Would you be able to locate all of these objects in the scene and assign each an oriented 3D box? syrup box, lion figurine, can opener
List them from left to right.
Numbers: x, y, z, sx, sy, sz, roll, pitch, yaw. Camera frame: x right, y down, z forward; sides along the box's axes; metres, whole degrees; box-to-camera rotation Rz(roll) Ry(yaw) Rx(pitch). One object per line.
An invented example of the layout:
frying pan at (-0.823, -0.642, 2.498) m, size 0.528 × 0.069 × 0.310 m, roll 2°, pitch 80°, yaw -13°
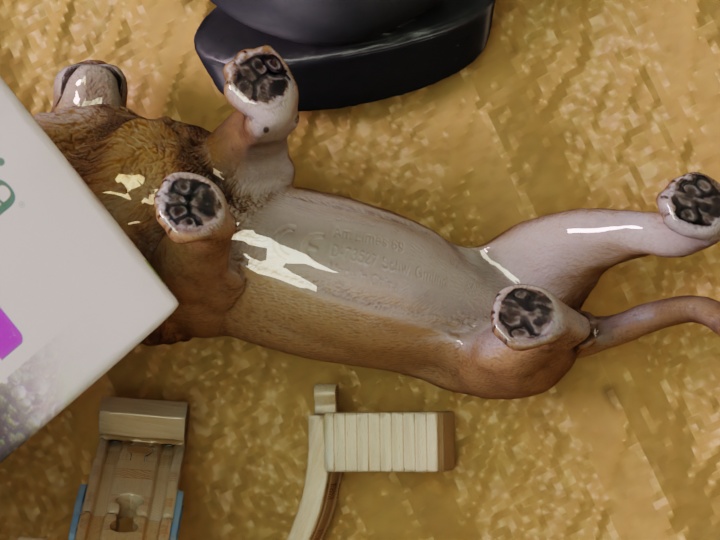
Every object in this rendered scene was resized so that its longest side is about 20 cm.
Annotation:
syrup box at (-0.144, 0.043, 0.651) m, size 0.200 × 0.081 × 0.079 m, roll -41°, pitch 96°, yaw -24°
lion figurine at (0.000, 0.000, 0.728) m, size 0.199 × 0.123 × 0.073 m, roll 23°, pitch 69°, yaw -3°
can opener at (0.047, -0.101, 0.737) m, size 0.199 × 0.079 × 0.064 m, roll -18°, pitch 68°, yaw 2°

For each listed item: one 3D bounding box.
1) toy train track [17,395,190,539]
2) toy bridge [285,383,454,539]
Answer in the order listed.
toy train track at (-0.059, 0.070, 0.679) m, size 0.114 × 0.200 × 0.033 m, roll 5°, pitch 112°, yaw 0°
toy bridge at (-0.008, 0.130, 0.752) m, size 0.067 × 0.027 × 0.201 m, roll -2°, pitch 87°, yaw 11°
